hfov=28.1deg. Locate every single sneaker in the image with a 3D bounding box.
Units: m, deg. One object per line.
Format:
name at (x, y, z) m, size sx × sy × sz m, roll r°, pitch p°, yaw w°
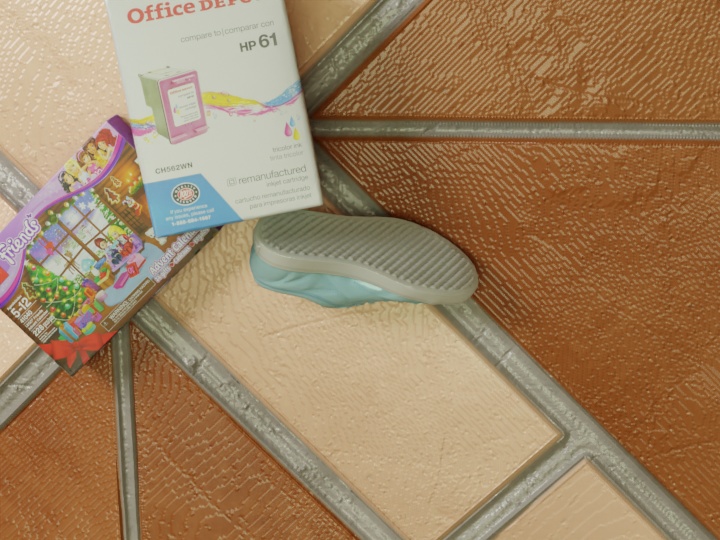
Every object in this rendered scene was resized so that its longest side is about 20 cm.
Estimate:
sneaker at (0.000, 0.000, 1.255) m, size 0.200 × 0.074 × 0.082 m, roll 14°, pitch 144°, yaw -6°

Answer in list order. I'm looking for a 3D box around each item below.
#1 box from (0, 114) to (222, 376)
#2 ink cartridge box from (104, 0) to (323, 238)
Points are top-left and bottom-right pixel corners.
box at (-0.237, -0.020, 1.277) m, size 0.137 × 0.039 × 0.200 m, roll 44°, pitch 105°, yaw -7°
ink cartridge box at (-0.119, -0.141, 1.187) m, size 0.144 × 0.085 × 0.200 m, roll -12°, pitch 97°, yaw -2°
